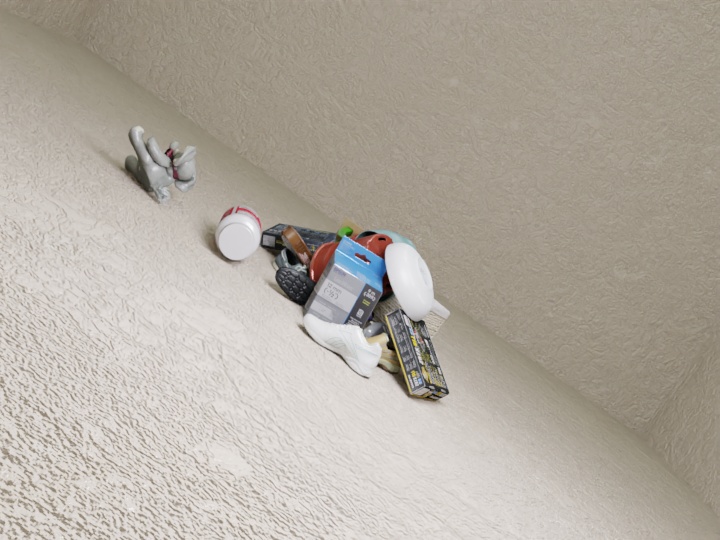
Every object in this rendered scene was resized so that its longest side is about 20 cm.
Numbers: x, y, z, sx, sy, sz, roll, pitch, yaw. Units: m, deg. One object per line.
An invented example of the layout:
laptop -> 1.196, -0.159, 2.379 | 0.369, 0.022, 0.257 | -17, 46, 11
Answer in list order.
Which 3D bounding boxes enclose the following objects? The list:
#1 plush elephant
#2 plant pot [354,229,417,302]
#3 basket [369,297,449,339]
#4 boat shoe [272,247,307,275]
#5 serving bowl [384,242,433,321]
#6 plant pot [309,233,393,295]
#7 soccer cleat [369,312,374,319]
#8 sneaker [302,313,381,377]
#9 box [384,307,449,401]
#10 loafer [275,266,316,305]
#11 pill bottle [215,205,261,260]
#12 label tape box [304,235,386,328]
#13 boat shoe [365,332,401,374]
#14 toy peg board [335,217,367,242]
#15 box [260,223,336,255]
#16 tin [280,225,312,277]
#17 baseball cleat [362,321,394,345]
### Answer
plush elephant -> -0.499, -0.278, 1.668 | 0.153, 0.166, 0.202 | -28, 72, -35
plant pot -> 0.083, -0.025, 1.832 | 0.132, 0.205, 0.199 | -16, 42, -39
basket -> 0.133, 0.120, 1.974 | 0.198, 0.163, 0.198 | 24, 13, -49
boat shoe -> -0.178, 0.003, 1.739 | 0.072, 0.063, 0.200 | 26, 12, -39
serving bowl -> 0.134, 0.020, 1.602 | 0.201, 0.064, 0.204 | 51, 27, -39
plant pot -> 0.000, 0.000, 1.699 | 0.198, 0.207, 0.192 | 27, -32, -38
soccer cleat -> -0.033, 0.093, 1.858 | 0.067, 0.074, 0.201 | 9, -31, 46
sneaker -> -0.039, 0.147, 1.426 | 0.198, 0.081, 0.070 | 34, 10, 6
box -> 0.139, 0.206, 1.565 | 0.159, 0.049, 0.205 | 26, 41, -56
loafer -> -0.139, 0.053, 1.616 | 0.199, 0.069, 0.070 | 36, -2, -30
pill bottle -> -0.303, -0.092, 1.601 | 0.111, 0.114, 0.200 | 31, 9, -14
label tape box -> -0.027, 0.043, 1.546 | 0.141, 0.203, 0.066 | 29, 5, -16
boat shoe -> 0.037, 0.181, 1.537 | 0.198, 0.077, 0.072 | 27, 10, -44
toy peg board -> -0.029, -0.029, 2.065 | 0.197, 0.203, 0.098 | 35, 16, 10
box -> -0.186, -0.094, 1.959 | 0.194, 0.053, 0.158 | 11, 16, 11
tin -> -0.161, -0.032, 1.822 | 0.203, 0.041, 0.112 | 58, -9, -12
baseball cleat -> 0.077, 0.189, 1.668 | 0.106, 0.071, 0.199 | 38, 8, 28
